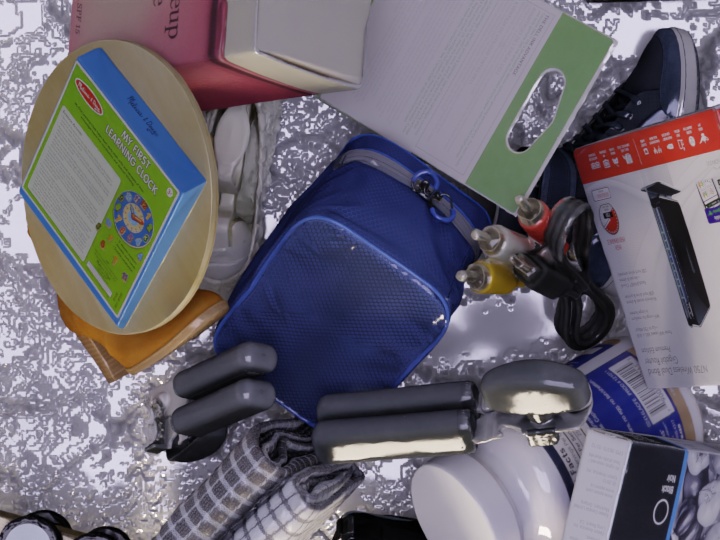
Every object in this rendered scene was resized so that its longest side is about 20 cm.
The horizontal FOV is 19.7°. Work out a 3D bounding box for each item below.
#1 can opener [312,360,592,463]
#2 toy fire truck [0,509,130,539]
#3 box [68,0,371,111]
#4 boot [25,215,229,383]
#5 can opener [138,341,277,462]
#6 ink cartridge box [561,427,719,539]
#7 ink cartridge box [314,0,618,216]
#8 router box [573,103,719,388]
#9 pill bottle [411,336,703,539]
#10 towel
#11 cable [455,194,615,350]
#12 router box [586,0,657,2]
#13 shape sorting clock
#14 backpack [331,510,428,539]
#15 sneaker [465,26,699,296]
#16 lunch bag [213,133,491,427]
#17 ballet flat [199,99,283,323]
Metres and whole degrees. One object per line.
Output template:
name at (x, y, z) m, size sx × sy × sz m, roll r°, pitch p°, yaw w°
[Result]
can opener at (0.062, 0.092, 1.411) m, size 0.198 × 0.053 × 0.067 m, roll -9°, pitch 127°, yaw 17°
toy fire truck at (-0.269, 0.279, 1.559) m, size 0.174 × 0.129 × 0.202 m, roll 14°, pitch 86°, yaw -1°
box at (-0.099, -0.188, 1.442) m, size 0.199 × 0.108 × 0.129 m, roll -4°, pitch 78°, yaw 43°
boot at (-0.179, 0.000, 1.488) m, size 0.071 × 0.201 × 0.145 m, roll -32°, pitch 94°, yaw -30°
can opener at (-0.108, 0.095, 1.501) m, size 0.066 × 0.200 × 0.053 m, roll 8°, pitch 71°, yaw -25°
ink cartridge box at (0.202, 0.217, 1.447) m, size 0.043 × 0.197 × 0.202 m, roll 18°, pitch 94°, yaw 40°
ink cartridge box at (0.079, -0.142, 1.491) m, size 0.199 × 0.048 × 0.146 m, roll 33°, pitch 96°, yaw 27°
router box at (0.232, -0.016, 1.384) m, size 0.048 × 0.200 × 0.181 m, roll -19°, pitch 92°, yaw -21°
pill bottle at (0.141, 0.137, 1.490) m, size 0.199 × 0.115 × 0.117 m, roll -27°, pitch 96°, yaw -28°
towel at (-0.087, 0.182, 1.494) m, size 0.086 × 0.200 × 0.166 m, roll 45°, pitch 101°, yaw 6°
cable at (0.140, -0.004, 1.474) m, size 0.097 × 0.200 × 0.050 m, roll -50°, pitch 62°, yaw 7°
router box at (0.241, -0.300, 1.516) m, size 0.156 × 0.052 × 0.202 m, roll -3°, pitch 96°, yaw 1°
shape sorting clock at (-0.165, -0.057, 1.417) m, size 0.199 × 0.039 × 0.202 m, roll 11°, pitch 106°, yaw 44°
backpack at (0.075, 0.271, 1.516) m, size 0.198 × 0.178 × 0.152 m, roll 3°, pitch 121°, yaw -7°
sneaker at (0.158, -0.094, 1.511) m, size 0.145 × 0.077 × 0.204 m, roll 16°, pitch 97°, yaw -18°
lunch bag at (0.000, 0.000, 1.486) m, size 0.135 × 0.133 × 0.200 m, roll 36°, pitch 129°, yaw -6°
ballet flat at (-0.103, -0.058, 1.539) m, size 0.071 × 0.072 × 0.202 m, roll 8°, pitch 97°, yaw 0°
